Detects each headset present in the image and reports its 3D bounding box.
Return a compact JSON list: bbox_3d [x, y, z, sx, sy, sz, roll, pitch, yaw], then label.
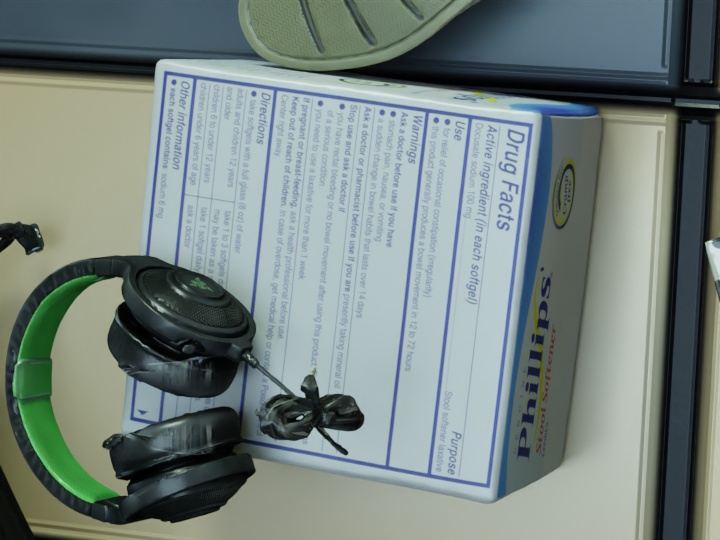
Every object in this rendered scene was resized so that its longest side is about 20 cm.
[{"bbox_3d":[-0.089,0.059,1.358,0.199,0.094,0.124,4,97,33],"label":"headset"}]

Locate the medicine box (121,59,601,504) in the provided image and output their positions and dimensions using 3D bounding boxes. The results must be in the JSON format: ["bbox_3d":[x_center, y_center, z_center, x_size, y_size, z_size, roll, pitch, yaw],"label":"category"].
[{"bbox_3d":[0.000,0.000,1.424,0.199,0.103,0.183,9,98,19],"label":"medicine box"}]

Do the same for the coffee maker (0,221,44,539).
[{"bbox_3d":[-0.221,0.106,1.486,0.192,0.135,0.201,-34,73,23],"label":"coffee maker"}]

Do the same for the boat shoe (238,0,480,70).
[{"bbox_3d":[0.038,-0.153,1.416,0.199,0.068,0.075,-23,94,20],"label":"boat shoe"}]

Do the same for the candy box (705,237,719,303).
[{"bbox_3d":[0.271,0.025,1.346,0.199,0.061,0.137,-14,90,21],"label":"candy box"}]
